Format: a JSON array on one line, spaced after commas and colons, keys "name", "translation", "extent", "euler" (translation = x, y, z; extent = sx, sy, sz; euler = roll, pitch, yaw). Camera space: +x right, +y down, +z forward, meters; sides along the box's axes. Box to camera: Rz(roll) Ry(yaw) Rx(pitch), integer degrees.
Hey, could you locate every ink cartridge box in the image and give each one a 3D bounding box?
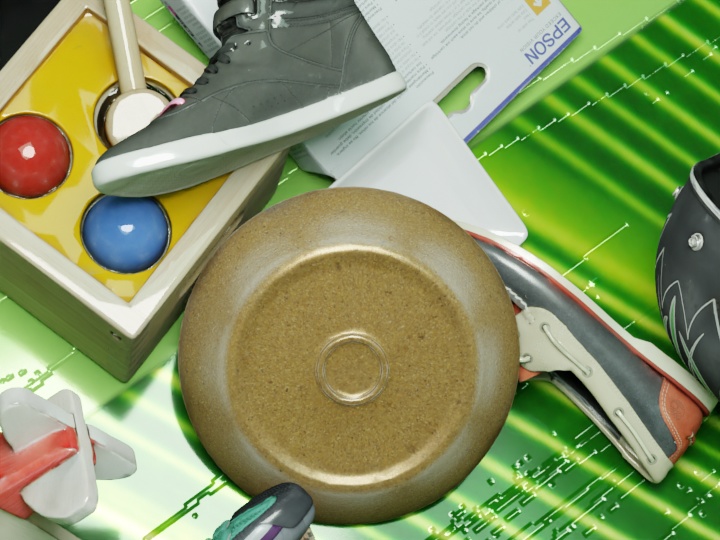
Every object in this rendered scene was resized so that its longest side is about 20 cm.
[{"name": "ink cartridge box", "translation": [0.007, -0.162, 1.420], "extent": [0.196, 0.043, 0.200], "euler": [-43, 103, -18]}]

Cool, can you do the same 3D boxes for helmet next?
[{"name": "helmet", "translation": [0.269, 0.005, 1.334], "extent": [0.190, 0.200, 0.200], "euler": [-33, 80, -1]}]

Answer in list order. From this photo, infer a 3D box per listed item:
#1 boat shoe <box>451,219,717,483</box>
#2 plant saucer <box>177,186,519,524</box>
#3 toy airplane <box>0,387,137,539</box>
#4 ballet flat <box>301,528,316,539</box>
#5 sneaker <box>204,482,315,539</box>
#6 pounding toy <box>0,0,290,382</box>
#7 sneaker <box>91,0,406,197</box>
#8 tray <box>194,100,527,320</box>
[{"name": "boat shoe", "translation": [0.118, 0.045, 1.365], "extent": [0.200, 0.071, 0.063], "euler": [37, 83, -5]}, {"name": "plant saucer", "translation": [-0.005, 0.054, 1.318], "extent": [0.199, 0.035, 0.201], "euler": [-1, 101, -4]}, {"name": "toy airplane", "translation": [-0.215, 0.141, 1.223], "extent": [0.199, 0.199, 0.142], "euler": [9, 62, -7]}, {"name": "ballet flat", "translation": [-0.001, 0.200, 1.275], "extent": [0.071, 0.069, 0.200], "euler": [-23, 48, -26]}, {"name": "sneaker", "translation": [-0.077, 0.206, 1.268], "extent": [0.087, 0.074, 0.200], "euler": [42, 105, -5]}, {"name": "pounding toy", "translation": [-0.145, -0.082, 1.330], "extent": [0.184, 0.142, 0.200], "euler": [36, 72, 4]}, {"name": "sneaker", "translation": [-0.076, -0.110, 1.271], "extent": [0.199, 0.071, 0.100], "euler": [-23, 88, -29]}, {"name": "tray", "translation": [0.000, 0.000, 1.376], "extent": [0.200, 0.022, 0.108], "euler": [-42, 106, -17]}]
